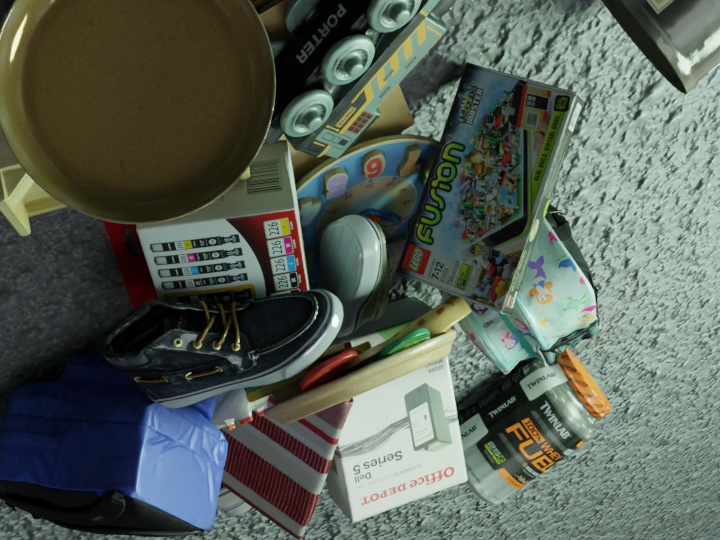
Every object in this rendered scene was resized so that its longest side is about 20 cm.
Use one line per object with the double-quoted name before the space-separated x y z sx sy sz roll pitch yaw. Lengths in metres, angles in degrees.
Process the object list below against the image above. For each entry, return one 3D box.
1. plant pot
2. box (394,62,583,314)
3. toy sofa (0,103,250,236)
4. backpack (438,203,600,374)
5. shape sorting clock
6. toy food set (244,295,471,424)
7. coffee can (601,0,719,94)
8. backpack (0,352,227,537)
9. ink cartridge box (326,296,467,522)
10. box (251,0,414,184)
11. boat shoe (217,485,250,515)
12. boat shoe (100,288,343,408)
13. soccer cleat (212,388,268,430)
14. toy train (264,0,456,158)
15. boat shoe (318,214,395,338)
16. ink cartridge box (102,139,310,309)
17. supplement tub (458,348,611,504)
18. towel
"plant pot" -0.160 -0.134 0.799 0.198 0.202 0.027 -23 -177 -7
"box" 0.115 -0.073 0.998 0.035 0.109 0.202 13 96 -67
"toy sofa" -0.188 -0.105 0.861 0.198 0.099 0.083 -15 166 -7
"backpack" 0.153 0.002 1.102 0.150 0.178 0.200 -32 162 -1
"shape sorting clock" 0.006 -0.053 1.062 0.198 0.039 0.201 -21 153 -11
"toy food set" -0.002 0.086 1.017 0.199 0.049 0.197 -26 174 39
"coffee can" 0.308 -0.271 0.940 0.200 0.147 0.146 -40 141 13
"backpack" -0.245 0.170 1.076 0.198 0.169 0.163 -5 148 25
"ink cartridge box" 0.025 0.149 1.209 0.144 0.084 0.202 -16 107 -17
"box" -0.053 -0.152 0.946 0.162 0.021 0.200 -29 143 1
"boat shoe" -0.119 0.202 1.272 0.202 0.075 0.086 -40 132 24
"boat shoe" -0.117 0.054 0.928 0.199 0.071 0.091 -23 140 19
"soccer cleat" -0.182 0.144 1.171 0.199 0.078 0.069 -25 175 25
"toy train" -0.005 -0.174 0.872 0.200 0.085 0.114 -47 152 20
"boat shoe" 0.000 0.000 1.052 0.062 0.072 0.200 -22 161 -17
"ink cartridge box" -0.135 -0.004 0.978 0.173 0.084 0.201 -8 140 -1
"supplement tub" 0.213 0.197 1.426 0.199 0.123 0.122 -39 141 12
"towel" -0.090 0.174 1.180 0.023 0.143 0.201 -31 146 -52
